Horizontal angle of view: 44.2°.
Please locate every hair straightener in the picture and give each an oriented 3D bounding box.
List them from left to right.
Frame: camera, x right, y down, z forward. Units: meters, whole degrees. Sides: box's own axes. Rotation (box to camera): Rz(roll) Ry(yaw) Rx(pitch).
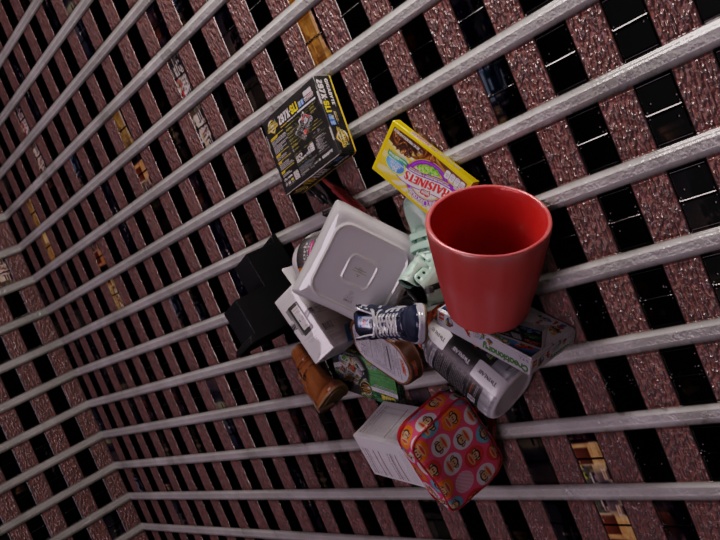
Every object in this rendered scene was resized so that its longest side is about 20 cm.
[{"bbox_3d":[-0.072,-0.145,1.773,0.200,0.041,0.078,42,120,27],"label":"hair straightener"}]

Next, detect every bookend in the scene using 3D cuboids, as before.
[{"bbox_3d":[-0.228,0.054,1.957,0.200,0.199,0.092,57,142,7],"label":"bookend"}]

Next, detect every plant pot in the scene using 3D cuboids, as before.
[{"bbox_3d":[0.206,-0.010,1.426,0.199,0.199,0.180,29,139,37],"label":"plant pot"}]

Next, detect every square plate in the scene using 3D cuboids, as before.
[{"bbox_3d":[0.000,0.000,1.640,0.198,0.029,0.200,25,107,-11],"label":"square plate"}]

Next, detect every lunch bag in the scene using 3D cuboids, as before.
[{"bbox_3d":[0.177,0.324,1.649,0.202,0.175,0.082,59,163,-24],"label":"lunch bag"}]

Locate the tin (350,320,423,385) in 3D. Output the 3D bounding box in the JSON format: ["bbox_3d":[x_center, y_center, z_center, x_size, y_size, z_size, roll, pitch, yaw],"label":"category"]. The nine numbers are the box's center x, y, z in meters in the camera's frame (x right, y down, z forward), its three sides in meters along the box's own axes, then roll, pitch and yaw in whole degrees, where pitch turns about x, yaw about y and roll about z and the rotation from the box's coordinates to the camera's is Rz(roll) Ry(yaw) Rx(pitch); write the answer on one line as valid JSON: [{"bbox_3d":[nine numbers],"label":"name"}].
[{"bbox_3d":[0.049,0.156,1.773,0.199,0.042,0.113,29,144,46],"label":"tin"}]

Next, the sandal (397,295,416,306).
[{"bbox_3d":[0.086,0.099,1.741,0.077,0.042,0.200,56,153,11],"label":"sandal"}]

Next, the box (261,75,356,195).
[{"bbox_3d":[-0.103,-0.259,1.724,0.199,0.049,0.162,-30,75,48],"label":"box"}]

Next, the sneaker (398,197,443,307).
[{"bbox_3d":[0.106,-0.034,1.574,0.073,0.117,0.203,-28,87,54],"label":"sneaker"}]

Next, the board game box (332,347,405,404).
[{"bbox_3d":[0.014,0.226,1.909,0.198,0.023,0.107,12,118,46],"label":"board game box"}]

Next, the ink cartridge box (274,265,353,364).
[{"bbox_3d":[-0.100,0.086,1.880,0.068,0.115,0.201,-42,76,30],"label":"ink cartridge box"}]

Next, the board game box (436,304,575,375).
[{"bbox_3d":[0.241,0.093,1.479,0.199,0.125,0.035,29,130,38],"label":"board game box"}]

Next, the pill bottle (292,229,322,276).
[{"bbox_3d":[-0.061,-0.025,1.761,0.199,0.115,0.118,-11,102,66],"label":"pill bottle"}]

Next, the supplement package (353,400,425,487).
[{"bbox_3d":[0.102,0.350,1.787,0.198,0.114,0.111,0,125,51],"label":"supplement package"}]

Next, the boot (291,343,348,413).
[{"bbox_3d":[-0.102,0.231,1.986,0.156,0.073,0.200,62,157,12],"label":"boot"}]

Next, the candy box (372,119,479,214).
[{"bbox_3d":[0.110,-0.167,1.551,0.200,0.026,0.103,42,124,27],"label":"candy box"}]

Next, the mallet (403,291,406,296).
[{"bbox_3d":[0.033,-0.028,1.737,0.200,0.041,0.067,45,141,32],"label":"mallet"}]

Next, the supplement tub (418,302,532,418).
[{"bbox_3d":[0.197,0.154,1.569,0.199,0.122,0.124,40,137,27],"label":"supplement tub"}]

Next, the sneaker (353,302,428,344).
[{"bbox_3d":[0.049,0.093,1.561,0.200,0.106,0.071,173,97,-78],"label":"sneaker"}]
